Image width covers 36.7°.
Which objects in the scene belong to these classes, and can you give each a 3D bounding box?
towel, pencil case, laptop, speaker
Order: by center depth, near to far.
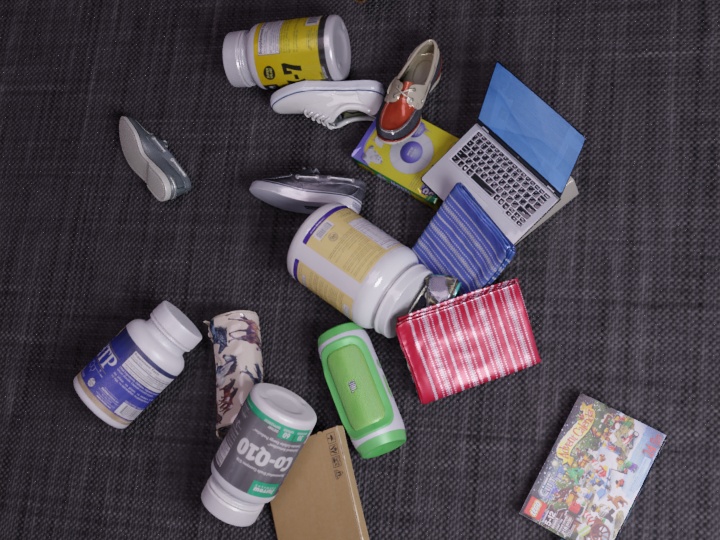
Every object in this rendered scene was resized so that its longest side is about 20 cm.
[{"bbox_3d":[0.207,-0.164,1.614,0.200,0.116,0.187,-44,66,2],"label":"laptop"},{"bbox_3d":[0.162,0.107,1.622,0.200,0.022,0.145,-19,106,-5],"label":"towel"},{"bbox_3d":[0.145,-0.020,1.658,0.145,0.024,0.200,53,135,22],"label":"towel"},{"bbox_3d":[0.001,0.185,1.680,0.088,0.088,0.200,-26,70,9],"label":"speaker"},{"bbox_3d":[-0.201,0.168,1.751,0.089,0.078,0.200,-13,72,24],"label":"pencil case"}]

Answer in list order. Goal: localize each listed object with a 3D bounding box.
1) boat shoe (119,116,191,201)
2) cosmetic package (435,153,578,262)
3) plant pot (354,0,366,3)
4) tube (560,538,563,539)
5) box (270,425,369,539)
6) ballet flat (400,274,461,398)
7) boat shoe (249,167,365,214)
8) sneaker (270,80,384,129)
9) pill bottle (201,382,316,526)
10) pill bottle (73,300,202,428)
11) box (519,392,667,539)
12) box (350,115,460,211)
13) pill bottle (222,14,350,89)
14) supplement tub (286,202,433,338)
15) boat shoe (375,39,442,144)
[{"bbox_3d":[-0.367,-0.201,1.921,0.062,0.073,0.200,-17,55,-33],"label":"boat shoe"},{"bbox_3d":[0.229,-0.102,1.693,0.200,0.073,0.104,-41,68,5],"label":"cosmetic package"},{"bbox_3d":[0.046,-0.581,1.833,0.200,0.186,0.187,-29,69,-7],"label":"plant pot"},{"bbox_3d":[0.342,0.466,1.524,0.200,0.050,0.077,41,98,17],"label":"tube"},{"bbox_3d":[-0.071,0.357,1.663,0.163,0.021,0.200,-25,70,32],"label":"box"},{"bbox_3d":[0.098,0.098,1.661,0.072,0.072,0.201,19,103,21],"label":"ballet flat"},{"bbox_3d":[-0.087,-0.138,1.801,0.200,0.072,0.068,8,70,24],"label":"boat shoe"},{"bbox_3d":[-0.058,-0.277,1.827,0.200,0.073,0.071,-3,71,16],"label":"sneaker"},{"bbox_3d":[-0.159,0.282,1.656,0.113,0.113,0.200,34,105,22],"label":"pill bottle"},{"bbox_3d":[-0.361,0.151,1.782,0.200,0.120,0.120,-45,68,1],"label":"pill bottle"},{"bbox_3d":[0.337,0.297,1.570,0.136,0.038,0.200,26,84,21],"label":"box"},{"bbox_3d":[0.097,-0.181,1.768,0.200,0.048,0.117,31,86,20],"label":"box"},{"bbox_3d":[-0.126,-0.370,1.851,0.200,0.114,0.115,-3,75,17],"label":"pill bottle"},{"bbox_3d":[0.000,0.000,1.697,0.200,0.145,0.146,35,88,22],"label":"supplement tub"},{"bbox_3d":[0.079,-0.289,1.757,0.071,0.063,0.200,22,60,15],"label":"boat shoe"}]
